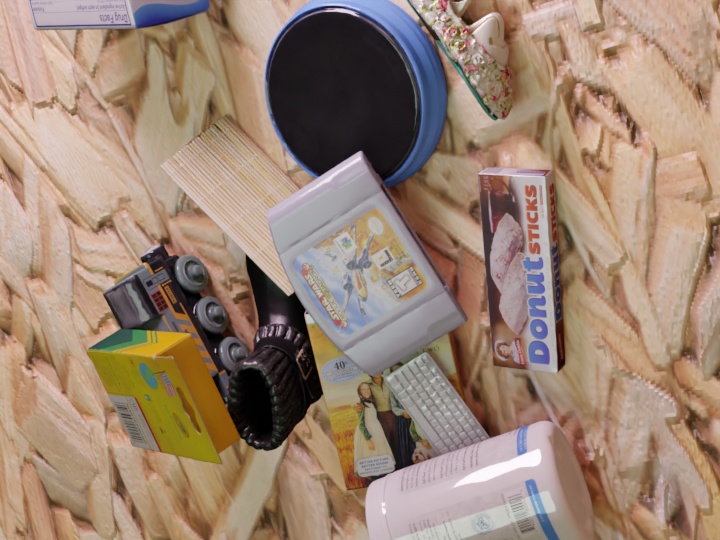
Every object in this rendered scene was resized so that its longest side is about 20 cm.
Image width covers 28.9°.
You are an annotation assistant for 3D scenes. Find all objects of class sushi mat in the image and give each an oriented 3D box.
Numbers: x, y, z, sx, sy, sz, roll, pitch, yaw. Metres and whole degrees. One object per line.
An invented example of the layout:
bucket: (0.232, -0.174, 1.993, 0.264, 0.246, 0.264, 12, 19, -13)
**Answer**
sushi mat: (-0.109, -0.071, 1.463, 0.200, 0.096, 0.012, 45, 161, 9)

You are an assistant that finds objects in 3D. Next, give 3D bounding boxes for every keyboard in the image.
keyboard: (0.102, 0.175, 1.439, 0.056, 0.011, 0.200, -33, 101, 13)

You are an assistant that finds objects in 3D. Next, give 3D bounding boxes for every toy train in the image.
toy train: (-0.204, 0.071, 1.563, 0.085, 0.114, 0.201, -24, 95, 37)

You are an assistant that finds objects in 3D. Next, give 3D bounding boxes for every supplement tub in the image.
supplement tub: (0.119, 0.239, 1.385, 0.199, 0.132, 0.133, -21, 98, 18)

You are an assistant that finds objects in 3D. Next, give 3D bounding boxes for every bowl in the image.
bowl: (-0.010, -0.174, 1.385, 0.199, 0.039, 0.202, 12, 115, 28)

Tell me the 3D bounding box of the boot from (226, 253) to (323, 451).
boot: (-0.094, 0.066, 1.462, 0.079, 0.158, 0.212, -16, 101, 36)

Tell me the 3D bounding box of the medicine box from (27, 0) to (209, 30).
medicine box: (-0.262, -0.349, 1.411, 0.181, 0.103, 0.201, 9, 116, 44)

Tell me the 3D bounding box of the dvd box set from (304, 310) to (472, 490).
dvd box set: (0.034, 0.122, 1.451, 0.145, 0.029, 0.201, -10, 105, 8)

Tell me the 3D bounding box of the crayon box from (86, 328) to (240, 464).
crayon box: (-0.200, 0.129, 1.451, 0.199, 0.051, 0.128, 1, 118, 55)

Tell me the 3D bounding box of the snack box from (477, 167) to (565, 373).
snack box: (0.158, 0.000, 1.359, 0.071, 0.024, 0.201, 5, 111, 30)

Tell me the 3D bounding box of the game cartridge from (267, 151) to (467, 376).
game cartridge: (0.000, 0.000, 1.385, 0.133, 0.042, 0.201, -32, 99, 8)

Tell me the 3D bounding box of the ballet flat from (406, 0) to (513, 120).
ballet flat: (0.091, -0.233, 1.279, 0.064, 0.076, 0.201, -35, 92, 21)
